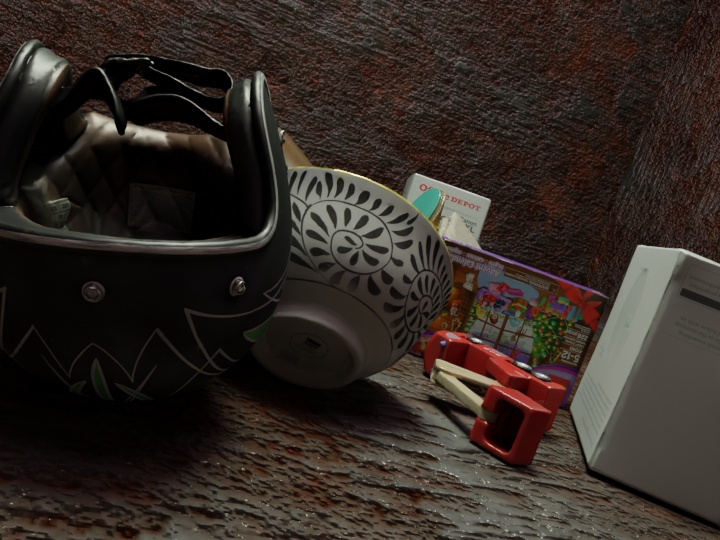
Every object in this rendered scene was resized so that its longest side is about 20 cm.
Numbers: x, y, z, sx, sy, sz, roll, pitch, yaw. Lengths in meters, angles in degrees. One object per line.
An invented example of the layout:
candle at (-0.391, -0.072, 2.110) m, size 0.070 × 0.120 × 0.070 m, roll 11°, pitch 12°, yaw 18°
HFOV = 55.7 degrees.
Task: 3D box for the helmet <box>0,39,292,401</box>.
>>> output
helmet at (-0.130, -0.020, 0.399) m, size 0.198 × 0.193 × 0.200 m, roll 2°, pitch -19°, yaw 1°

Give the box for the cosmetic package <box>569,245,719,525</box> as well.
cosmetic package at (0.299, 0.092, 0.648) m, size 0.122 × 0.202 × 0.199 m, roll 23°, pitch 8°, yaw 11°

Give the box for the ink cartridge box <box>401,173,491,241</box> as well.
ink cartridge box at (0.124, -0.051, 1.188) m, size 0.144 × 0.202 × 0.083 m, roll 18°, pitch -1°, yaw -3°

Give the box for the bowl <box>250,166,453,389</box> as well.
bowl at (-0.032, 0.028, 0.527) m, size 0.199 × 0.202 × 0.095 m, roll 19°, pitch 48°, yaw -2°

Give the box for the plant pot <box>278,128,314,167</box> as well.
plant pot at (-0.090, -0.037, 0.769) m, size 0.186 × 0.188 × 0.200 m, roll 11°, pitch 26°, yaw -49°

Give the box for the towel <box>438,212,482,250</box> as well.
towel at (0.150, -0.002, 0.967) m, size 0.133 × 0.034 × 0.200 m, roll 53°, pitch 22°, yaw -8°

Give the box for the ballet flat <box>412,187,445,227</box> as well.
ballet flat at (0.080, -0.044, 1.118) m, size 0.065 × 0.200 × 0.070 m, roll 42°, pitch -2°, yaw -36°

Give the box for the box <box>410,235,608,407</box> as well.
box at (0.165, 0.059, 0.786) m, size 0.198 × 0.138 × 0.039 m, roll 19°, pitch 9°, yaw 0°

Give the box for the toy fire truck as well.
toy fire truck at (0.114, 0.108, 0.638) m, size 0.140 × 0.049 × 0.199 m, roll 13°, pitch 10°, yaw -40°

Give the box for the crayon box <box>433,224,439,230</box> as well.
crayon box at (0.069, -0.022, 1.035) m, size 0.051 × 0.128 × 0.199 m, roll 34°, pitch 4°, yaw 39°
